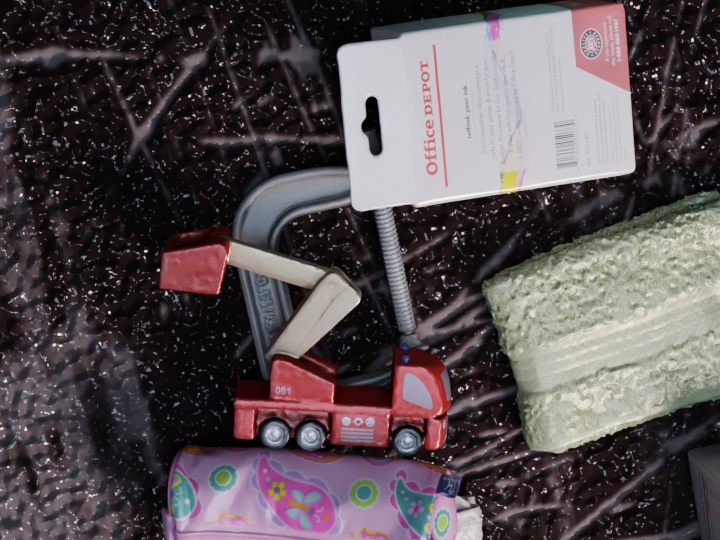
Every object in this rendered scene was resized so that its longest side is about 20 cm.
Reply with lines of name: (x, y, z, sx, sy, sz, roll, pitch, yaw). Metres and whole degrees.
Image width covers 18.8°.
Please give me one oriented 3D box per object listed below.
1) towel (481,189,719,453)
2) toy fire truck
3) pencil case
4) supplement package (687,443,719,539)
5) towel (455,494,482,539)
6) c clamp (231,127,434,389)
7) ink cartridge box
towel: (0.194, 0.037, 1.523, 0.199, 0.036, 0.149, -18, 103, -3)
toy fire truck: (-0.036, 0.047, 1.467, 0.199, 0.049, 0.142, 3, 105, -1)
pencil case: (-0.032, 0.166, 1.469, 0.199, 0.087, 0.088, 5, 102, 11)
supplement package: (0.350, 0.194, 1.538, 0.199, 0.111, 0.156, -11, 103, -4)
towel: (0.024, 0.256, 1.548, 0.132, 0.034, 0.201, -4, 103, -6)
c clamp: (0.000, 0.000, 1.493, 0.170, 0.027, 0.201, -7, 103, -5)
ink cartridge box: (0.076, -0.111, 1.446, 0.199, 0.067, 0.117, -9, 103, -16)
